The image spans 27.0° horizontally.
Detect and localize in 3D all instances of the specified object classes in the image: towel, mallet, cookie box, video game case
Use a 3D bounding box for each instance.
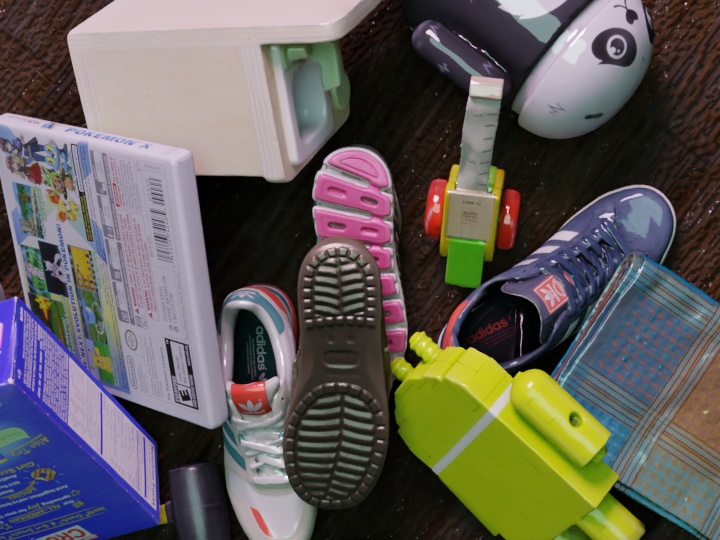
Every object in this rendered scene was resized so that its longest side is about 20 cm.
[{"bbox_3d":[0.229,0.098,1.038,0.199,0.022,0.148,32,94,-9],"label":"towel"},{"bbox_3d":[-0.188,0.201,1.120,0.198,0.041,0.067,-21,82,11],"label":"mallet"},{"bbox_3d":[-0.257,0.123,1.039,0.169,0.201,0.076,-17,49,14],"label":"cookie box"},{"bbox_3d":[-0.175,-0.001,1.049,0.181,0.022,0.203,14,121,35],"label":"video game case"}]

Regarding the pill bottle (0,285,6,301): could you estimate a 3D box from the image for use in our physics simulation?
[{"bbox_3d":[-0.374,0.037,1.112,0.197,0.111,0.113,12,90,8],"label":"pill bottle"}]

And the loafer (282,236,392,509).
[{"bbox_3d":[-0.011,0.068,1.024,0.075,0.068,0.203,9,112,5],"label":"loafer"}]

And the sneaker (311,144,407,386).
[{"bbox_3d":[0.000,0.000,1.080,0.073,0.088,0.203,0,111,6],"label":"sneaker"}]

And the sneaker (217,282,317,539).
[{"bbox_3d":[-0.074,0.109,1.074,0.069,0.093,0.203,-5,87,8],"label":"sneaker"}]

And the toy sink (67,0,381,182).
[{"bbox_3d":[-0.076,-0.134,1.031,0.197,0.131,0.113,1,118,21],"label":"toy sink"}]

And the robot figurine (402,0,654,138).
[{"bbox_3d":[0.110,-0.183,1.039,0.200,0.125,0.151,43,94,8],"label":"robot figurine"}]

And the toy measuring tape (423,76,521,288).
[{"bbox_3d":[0.080,-0.068,1.031,0.072,0.202,0.074,1,46,-1],"label":"toy measuring tape"}]

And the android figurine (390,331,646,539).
[{"bbox_3d":[0.098,0.123,1.015,0.200,0.182,0.041,43,60,8],"label":"android figurine"}]

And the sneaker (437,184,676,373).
[{"bbox_3d":[0.140,0.012,1.047,0.199,0.085,0.075,-40,82,1],"label":"sneaker"}]
